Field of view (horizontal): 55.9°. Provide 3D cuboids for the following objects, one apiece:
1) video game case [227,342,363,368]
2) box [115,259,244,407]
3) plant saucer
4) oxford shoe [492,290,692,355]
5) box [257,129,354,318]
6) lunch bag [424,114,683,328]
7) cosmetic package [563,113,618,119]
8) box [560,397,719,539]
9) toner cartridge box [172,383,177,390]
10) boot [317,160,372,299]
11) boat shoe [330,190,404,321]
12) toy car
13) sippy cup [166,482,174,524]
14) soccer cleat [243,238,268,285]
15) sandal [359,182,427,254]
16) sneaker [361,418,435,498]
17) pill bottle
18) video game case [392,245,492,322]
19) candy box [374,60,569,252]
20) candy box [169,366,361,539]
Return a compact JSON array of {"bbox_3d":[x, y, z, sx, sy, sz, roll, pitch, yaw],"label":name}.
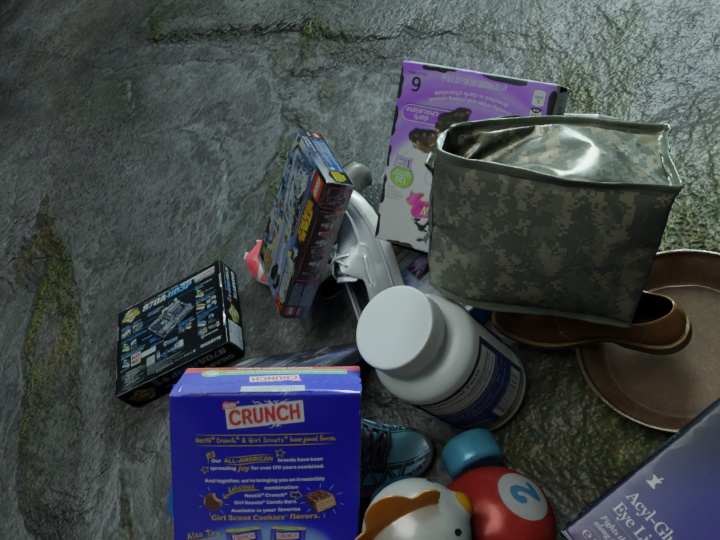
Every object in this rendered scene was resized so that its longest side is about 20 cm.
[{"bbox_3d":[-0.095,0.121,0.840,0.200,0.143,0.019,-11,93,24],"label":"video game case"},{"bbox_3d":[-0.274,0.093,1.018,0.200,0.046,0.159,-27,49,12],"label":"box"},{"bbox_3d":[0.322,0.072,0.682,0.200,0.037,0.201,-15,53,21],"label":"plant saucer"},{"bbox_3d":[0.225,0.038,0.694,0.200,0.071,0.071,-1,60,33],"label":"oxford shoe"},{"bbox_3d":[-0.075,-0.058,0.864,0.200,0.040,0.137,-68,32,30],"label":"box"},{"bbox_3d":[0.157,-0.048,0.611,0.200,0.164,0.118,7,43,10],"label":"lunch bag"},{"bbox_3d":[0.186,-0.135,0.795,0.200,0.071,0.102,13,106,36],"label":"cosmetic package"},{"bbox_3d":[0.285,0.205,0.540,0.200,0.104,0.148,-41,65,1],"label":"box"},{"bbox_3d":[-0.111,0.159,0.768,0.095,0.200,0.043,-13,67,24],"label":"toner cartridge box"},{"bbox_3d":[-0.017,-0.055,0.938,0.131,0.068,0.200,22,80,55],"label":"boot"},{"bbox_3d":[0.000,0.000,0.835,0.068,0.200,0.072,-23,8,-29],"label":"boat shoe"},{"bbox_3d":[0.076,0.231,0.606,0.177,0.200,0.184,-35,48,5],"label":"toy car"},{"bbox_3d":[-0.141,0.261,0.763,0.178,0.130,0.140,-11,54,24],"label":"sippy cup"},{"bbox_3d":[-0.091,-0.063,1.010,0.076,0.067,0.200,32,80,32],"label":"soccer cleat"},{"bbox_3d":[0.078,-0.047,0.851,0.200,0.048,0.075,29,74,28],"label":"sandal"},{"bbox_3d":[-0.012,0.193,0.715,0.200,0.096,0.079,0,58,-12],"label":"sneaker"},{"bbox_3d":[0.083,0.091,0.693,0.111,0.200,0.111,-17,57,28],"label":"pill bottle"},{"bbox_3d":[0.137,-0.037,0.862,0.200,0.045,0.181,-43,49,-2],"label":"video game case"},{"bbox_3d":[0.117,-0.114,0.743,0.168,0.072,0.200,16,108,22],"label":"candy box"},{"bbox_3d":[-0.084,0.194,0.633,0.169,0.200,0.077,1,13,-4],"label":"candy box"}]
